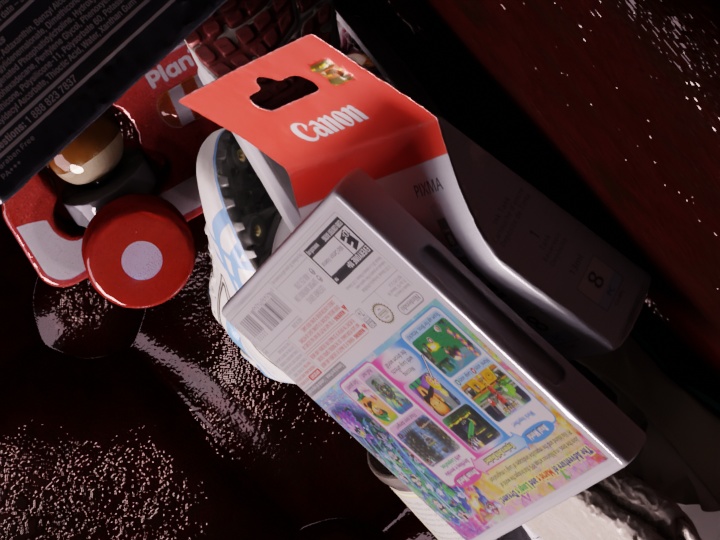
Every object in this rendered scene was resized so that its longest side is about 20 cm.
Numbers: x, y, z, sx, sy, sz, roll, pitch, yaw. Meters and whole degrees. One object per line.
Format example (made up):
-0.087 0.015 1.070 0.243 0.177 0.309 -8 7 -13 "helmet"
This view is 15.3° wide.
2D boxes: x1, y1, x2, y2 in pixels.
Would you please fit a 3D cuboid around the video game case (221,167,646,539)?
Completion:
0.029 0.048 1.287 0.182 0.024 0.200 43 155 -2 "video game case"

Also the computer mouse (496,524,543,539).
0.099 0.148 1.530 0.200 0.044 0.110 46 -173 -40 "computer mouse"

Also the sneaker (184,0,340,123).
-0.052 -0.131 1.348 0.082 0.078 0.200 57 -178 -39 "sneaker"

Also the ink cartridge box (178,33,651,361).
0.015 -0.023 1.250 0.200 0.047 0.160 34 159 -18 "ink cartridge box"

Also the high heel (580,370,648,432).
0.125 0.037 1.439 0.199 0.097 0.067 20 178 31 "high heel"

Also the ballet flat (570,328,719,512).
0.145 0.076 1.348 0.200 0.069 0.070 45 176 36 "ballet flat"

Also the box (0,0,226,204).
-0.163 -0.175 1.233 0.199 0.200 0.123 49 176 -16 "box"

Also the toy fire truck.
-0.122 -0.087 1.545 0.168 0.199 0.112 61 -177 -24 "toy fire truck"

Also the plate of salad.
0.020 -0.059 1.382 0.201 0.048 0.200 54 178 3 "plate of salad"

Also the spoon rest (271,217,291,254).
0.000 0.000 1.489 0.060 0.100 0.200 0 -171 31 "spoon rest"

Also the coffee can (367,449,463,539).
0.121 0.158 1.887 0.200 0.146 0.146 49 176 -22 "coffee can"

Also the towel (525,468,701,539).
0.121 0.124 1.366 0.200 0.034 0.133 34 164 46 "towel"

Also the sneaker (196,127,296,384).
-0.061 -0.003 1.483 0.072 0.072 0.200 4 144 20 "sneaker"

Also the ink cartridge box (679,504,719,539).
0.154 0.117 1.534 0.200 0.084 0.145 47 177 23 "ink cartridge box"

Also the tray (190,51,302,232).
-0.024 -0.048 1.411 0.107 0.022 0.201 8 -135 -55 "tray"
